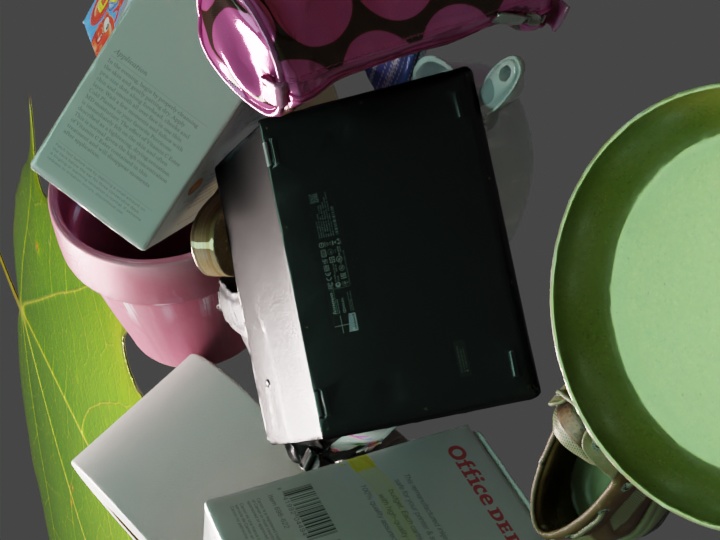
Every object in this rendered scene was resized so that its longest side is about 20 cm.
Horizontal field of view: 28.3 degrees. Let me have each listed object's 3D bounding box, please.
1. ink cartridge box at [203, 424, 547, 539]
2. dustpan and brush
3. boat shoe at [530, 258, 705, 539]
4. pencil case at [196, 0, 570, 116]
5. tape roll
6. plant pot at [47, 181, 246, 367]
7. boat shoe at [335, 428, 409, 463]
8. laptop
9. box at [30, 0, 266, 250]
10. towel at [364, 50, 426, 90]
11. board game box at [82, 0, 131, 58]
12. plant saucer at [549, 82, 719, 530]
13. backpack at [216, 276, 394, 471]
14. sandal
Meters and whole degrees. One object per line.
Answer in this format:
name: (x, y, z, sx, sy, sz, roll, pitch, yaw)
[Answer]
ink cartridge box: (0.015, 0.199, 0.922, 0.145, 0.199, 0.084, -124, 30, -41)
dustpan and brush: (0.070, -0.084, 0.851, 0.200, 0.057, 0.140, -40, 63, 63)
boat shoe: (0.139, 0.079, 0.750, 0.076, 0.074, 0.201, 56, 147, 41)
pencil case: (0.014, -0.145, 0.780, 0.094, 0.199, 0.091, 60, 156, 16)
tape roll: (-0.126, 0.190, 1.202, 0.203, 0.139, 0.203, 43, 164, 16)
plant pot: (-0.155, -0.019, 1.240, 0.179, 0.199, 0.200, 84, 160, -48)
boat shoe: (-0.020, 0.130, 1.125, 0.200, 0.075, 0.072, -125, 31, -46)
laptop: (0.000, 0.000, 0.858, 0.116, 0.199, 0.188, 3, -106, -75)
box: (-0.111, -0.130, 0.954, 0.200, 0.097, 0.124, -54, -1, 16)
towel: (-0.001, -0.222, 0.997, 0.200, 0.024, 0.145, 64, 152, 31)
board game box: (-0.132, -0.229, 1.100, 0.200, 0.056, 0.196, -57, 31, 16)
plant saucer: (0.173, 0.017, 0.642, 0.200, 0.031, 0.201, 6, 98, 46)
backpack: (-0.005, 0.039, 0.985, 0.167, 0.126, 0.200, 58, 154, 7)
sandal: (-0.036, -0.065, 1.010, 0.069, 0.212, 0.078, 2, 128, 30)
